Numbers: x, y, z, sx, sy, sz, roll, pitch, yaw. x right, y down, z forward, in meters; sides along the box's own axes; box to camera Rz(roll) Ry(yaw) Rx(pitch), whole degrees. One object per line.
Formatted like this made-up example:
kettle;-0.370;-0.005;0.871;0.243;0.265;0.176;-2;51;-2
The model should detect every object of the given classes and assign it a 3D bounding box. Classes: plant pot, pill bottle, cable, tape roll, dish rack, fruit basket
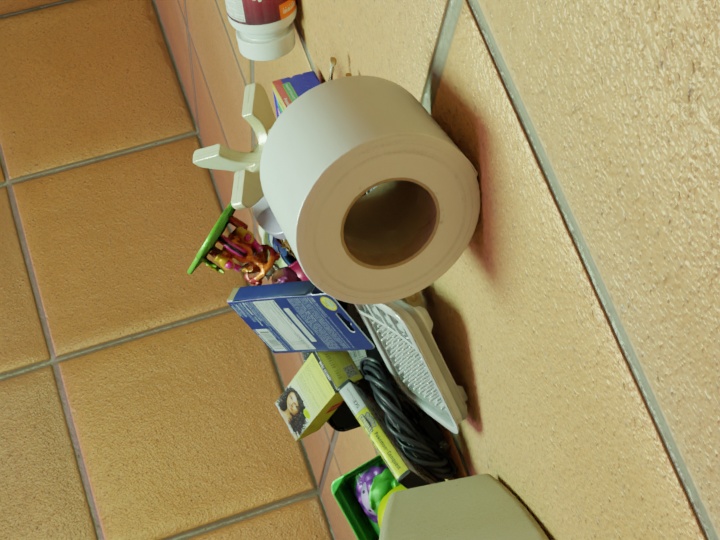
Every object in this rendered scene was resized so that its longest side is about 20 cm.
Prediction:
plant pot;0.120;0.362;1.297;0.177;0.199;0.201;-104;3;-61
pill bottle;-0.155;-0.429;1.636;0.110;0.109;0.200;-119;16;-46
cable;0.057;0.207;1.493;0.200;0.051;0.163;54;-171;0
tape roll;0.008;-0.084;1.126;0.139;0.202;0.203;-120;17;-50
dish rack;0.067;0.102;1.378;0.172;0.043;0.200;29;149;59
fruit basket;0.060;0.375;1.613;0.216;0.155;0.216;56;-169;-17

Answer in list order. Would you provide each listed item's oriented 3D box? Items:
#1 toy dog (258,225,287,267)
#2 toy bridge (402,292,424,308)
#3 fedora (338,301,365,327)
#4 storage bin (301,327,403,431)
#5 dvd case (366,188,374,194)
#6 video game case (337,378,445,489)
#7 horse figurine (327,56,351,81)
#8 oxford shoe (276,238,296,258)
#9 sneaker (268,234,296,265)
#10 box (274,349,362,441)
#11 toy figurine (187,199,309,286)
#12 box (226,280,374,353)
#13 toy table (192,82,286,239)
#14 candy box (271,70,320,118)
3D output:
toy dog;-0.125;-0.094;1.882;0.194;0.139;0.200;59;180;-8
toy bridge;0.054;0.028;1.402;0.200;0.027;0.067;63;165;-24
fedora;0.000;0.000;1.554;0.177;0.090;0.201;-179;80;-77
storage bin;-0.016;0.140;1.719;0.094;0.135;0.201;-162;56;-77
dvd case;0.041;-0.086;1.406;0.150;0.025;0.201;143;110;-77
video game case;0.062;0.257;1.528;0.200;0.025;0.181;44;-173;-49
horse figurine;-0.029;-0.187;1.442;0.200;0.050;0.133;-96;10;-45
oxford shoe;-0.083;-0.036;1.527;0.071;0.071;0.200;102;153;-54
sneaker;-0.108;-0.075;1.661;0.082;0.074;0.200;59;171;33
box;-0.065;0.182;1.619;0.075;0.050;0.200;58;145;18
toy figurine;-0.137;-0.011;1.566;0.184;0.150;0.200;32;180;-6
box;-0.078;0.066;1.494;0.200;0.032;0.121;-4;136;41
toy table;-0.127;-0.156;1.492;0.117;0.183;0.201;32;-136;-50
candy box;-0.069;-0.176;1.667;0.200;0.077;0.169;88;161;-50
